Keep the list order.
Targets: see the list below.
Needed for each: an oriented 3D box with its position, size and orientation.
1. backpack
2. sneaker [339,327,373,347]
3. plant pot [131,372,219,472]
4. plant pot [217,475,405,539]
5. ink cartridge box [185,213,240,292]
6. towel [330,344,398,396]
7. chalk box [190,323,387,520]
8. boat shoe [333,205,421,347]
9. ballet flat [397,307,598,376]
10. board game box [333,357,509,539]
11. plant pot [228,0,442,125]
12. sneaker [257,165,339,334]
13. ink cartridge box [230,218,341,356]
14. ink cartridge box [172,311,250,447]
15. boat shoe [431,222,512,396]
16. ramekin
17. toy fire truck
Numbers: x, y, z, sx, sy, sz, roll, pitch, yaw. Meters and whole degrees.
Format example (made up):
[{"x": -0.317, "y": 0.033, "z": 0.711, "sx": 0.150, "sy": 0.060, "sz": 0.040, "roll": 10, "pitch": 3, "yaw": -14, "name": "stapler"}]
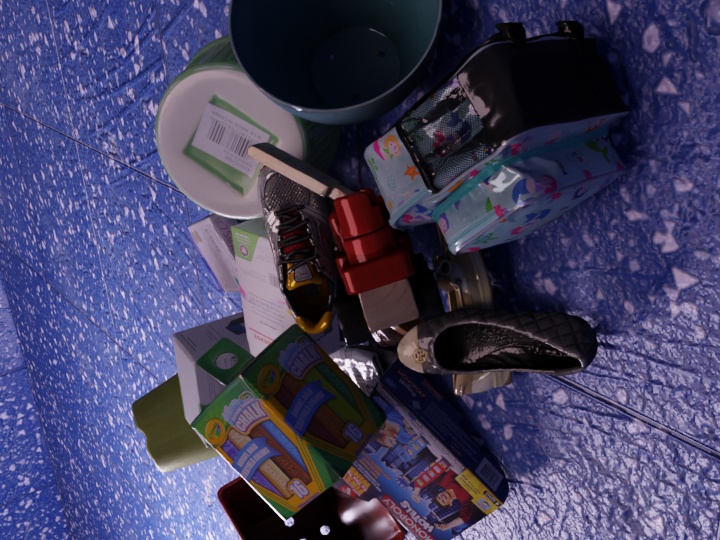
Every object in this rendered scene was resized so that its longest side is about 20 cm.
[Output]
[{"x": 0.108, "y": -0.098, "z": 0.712, "sx": 0.200, "sy": 0.177, "sz": 0.151, "roll": -24, "pitch": 85, "yaw": 51, "name": "backpack"}, {"x": -0.055, "y": 0.037, "z": 1.119, "sx": 0.200, "sy": 0.077, "sz": 0.085, "roll": 28, "pitch": 125, "yaw": 45, "name": "sneaker"}, {"x": -0.252, "y": 0.226, "z": 1.344, "sx": 0.200, "sy": 0.190, "sz": 0.200, "roll": 61, "pitch": 168, "yaw": 22, "name": "plant pot"}, {"x": -0.081, "y": 0.385, "z": 1.256, "sx": 0.200, "sy": 0.200, "sz": 0.176, "roll": 54, "pitch": 156, "yaw": 21, "name": "plant pot"}, {"x": -0.201, "y": -0.026, "z": 1.249, "sx": 0.120, "sy": 0.042, "sz": 0.200, "roll": 61, "pitch": 158, "yaw": -9, "name": "ink cartridge box"}, {"x": 0.006, "y": 0.182, "z": 1.117, "sx": 0.200, "sy": 0.035, "sz": 0.193, "roll": 4, "pitch": 116, "yaw": 48, "name": "towel"}, {"x": -0.095, "y": 0.154, "z": 0.959, "sx": 0.200, "sy": 0.125, "sz": 0.124, "roll": 46, "pitch": 128, "yaw": -1, "name": "chalk box"}, {"x": 0.000, "y": 0.000, "z": 1.019, "sx": 0.070, "sy": 0.070, "sz": 0.200, "roll": -35, "pitch": 78, "yaw": 52, "name": "boat shoe"}, {"x": 0.126, "y": 0.072, "z": 0.815, "sx": 0.200, "sy": 0.057, "sz": 0.067, "roll": -7, "pitch": 109, "yaw": 25, "name": "ballet flat"}, {"x": 0.054, "y": 0.238, "z": 1.036, "sx": 0.200, "sy": 0.062, "sz": 0.200, "roll": 45, "pitch": 131, "yaw": 4, "name": "board game box"}, {"x": -0.015, "y": -0.227, "z": 0.837, "sx": 0.200, "sy": 0.200, "sz": 0.135, "roll": 60, "pitch": -178, "yaw": 14, "name": "plant pot"}, {"x": -0.058, "y": -0.024, "z": 0.898, "sx": 0.082, "sy": 0.078, "sz": 0.200, "roll": -97, "pitch": -8, "yaw": -65, "name": "sneaker"}, {"x": -0.089, "y": 0.041, "z": 1.040, "sx": 0.117, "sy": 0.067, "sz": 0.200, "roll": 21, "pitch": 124, "yaw": 44, "name": "ink cartridge box"}, {"x": -0.150, "y": 0.137, "z": 1.193, "sx": 0.087, "sy": 0.200, "sz": 0.146, "roll": 35, "pitch": 136, "yaw": 50, "name": "ink cartridge box"}, {"x": 0.104, "y": 0.032, "z": 0.876, "sx": 0.073, "sy": 0.063, "sz": 0.201, "roll": -103, "pitch": -4, "yaw": -75, "name": "boat shoe"}, {"x": -0.130, "y": -0.155, "z": 0.943, "sx": 0.200, "sy": 0.098, "sz": 0.200, "roll": 7, "pitch": 119, "yaw": 12, "name": "ramekin"}, {"x": -0.013, "y": -0.042, "z": 0.815, "sx": 0.176, "sy": 0.128, "sz": 0.200, "roll": -86, "pitch": -22, "yaw": -82, "name": "toy fire truck"}]
